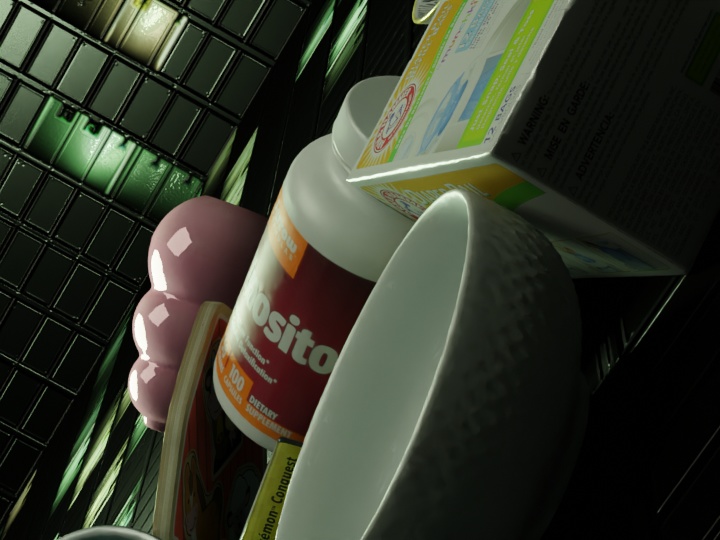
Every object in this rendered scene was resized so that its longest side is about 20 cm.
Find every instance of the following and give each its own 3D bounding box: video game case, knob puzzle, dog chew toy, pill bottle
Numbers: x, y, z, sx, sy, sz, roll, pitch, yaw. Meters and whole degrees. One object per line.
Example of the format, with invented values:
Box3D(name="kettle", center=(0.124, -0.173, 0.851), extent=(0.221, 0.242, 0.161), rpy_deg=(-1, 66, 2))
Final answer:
Box3D(name="video game case", center=(-0.073, 0.214, 1.169), extent=(0.200, 0.025, 0.181), rpy_deg=(107, -178, -46))
Box3D(name="knob puzzle", center=(-0.075, 0.115, 1.294), extent=(0.220, 0.030, 0.220), rpy_deg=(4, -90, -76))
Box3D(name="dog chew toy", center=(-0.136, 0.041, 1.896), extent=(0.125, 0.124, 0.200), rpy_deg=(-167, 98, -80))
Box3D(name="pill bottle", center=(0.000, 0.000, 1.197), extent=(0.113, 0.113, 0.200), rpy_deg=(-74, 6, -55))

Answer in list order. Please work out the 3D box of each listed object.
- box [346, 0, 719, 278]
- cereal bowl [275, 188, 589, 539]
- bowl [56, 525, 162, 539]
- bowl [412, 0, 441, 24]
Box3D(name="box", center=(0.087, -0.066, 1.004), extent=(0.113, 0.101, 0.200), rpy_deg=(-62, 15, -9))
Box3D(name="cereal bowl", center=(0.038, 0.071, 0.943), extent=(0.200, 0.083, 0.200), rpy_deg=(-61, 11, 21))
Box3D(name="bowl", center=(-0.078, 0.214, 0.959), extent=(0.201, 0.105, 0.201), rpy_deg=(-15, 69, 44))
Box3D(name="bowl", center=(0.121, -0.211, 1.328), extent=(0.201, 0.094, 0.201), rpy_deg=(-59, 9, 16))
